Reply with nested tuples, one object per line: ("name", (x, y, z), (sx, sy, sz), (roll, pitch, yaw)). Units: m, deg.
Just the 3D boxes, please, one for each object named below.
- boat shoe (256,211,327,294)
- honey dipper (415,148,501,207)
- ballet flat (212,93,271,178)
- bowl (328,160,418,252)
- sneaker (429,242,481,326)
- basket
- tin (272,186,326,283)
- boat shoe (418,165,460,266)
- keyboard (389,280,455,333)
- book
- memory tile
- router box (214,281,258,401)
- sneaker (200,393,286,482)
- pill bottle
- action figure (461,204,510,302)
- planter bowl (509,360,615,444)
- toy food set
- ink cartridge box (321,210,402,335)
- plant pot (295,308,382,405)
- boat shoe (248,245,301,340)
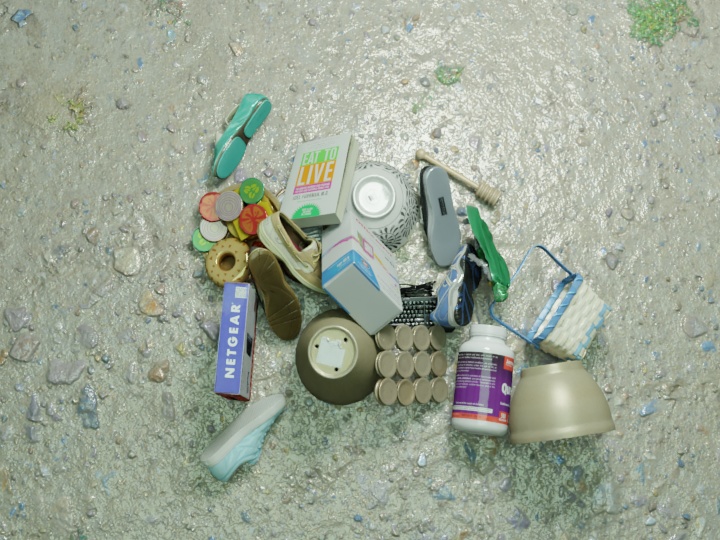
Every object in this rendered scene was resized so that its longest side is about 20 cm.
("boat shoe", (-0.109, -0.033, 1.668), (0.199, 0.066, 0.075), (40, 34, -20))
("honey dipper", (0.201, -0.198, 1.794), (0.198, 0.038, 0.038), (32, 79, 6))
("ballet flat", (-0.259, -0.281, 1.789), (0.069, 0.067, 0.202), (26, 78, 28))
("bowl", (0.026, -0.137, 1.747), (0.195, 0.094, 0.206), (0, 80, -2))
("sneaker", (0.187, 0.025, 1.713), (0.076, 0.076, 0.202), (51, 43, -30))
("basket", (0.370, 0.075, 1.692), (0.199, 0.139, 0.177), (40, 79, -2))
("tin", (-0.122, -0.075, 1.760), (0.109, 0.042, 0.205), (-13, 80, 0))
("boat shoe", (0.151, -0.111, 1.758), (0.072, 0.068, 0.204), (-18, 104, -17))
("keyboard", (0.094, 0.074, 1.736), (0.194, 0.040, 0.107), (-2, 80, -3))
("book", (-0.083, -0.175, 1.722), (0.131, 0.048, 0.204), (-6, 53, 23))
("memory tile", (0.099, 0.181, 1.663), (0.197, 0.017, 0.158), (6, 79, -44))
("router box", (-0.233, 0.139, 1.641), (0.048, 0.180, 0.205), (4, 79, 0))
("sneaker", (-0.213, 0.324, 1.672), (0.199, 0.074, 0.083), (-39, 112, -13))
("pill bottle", (0.239, 0.212, 1.676), (0.109, 0.113, 0.205), (8, 79, 0))
("action figure", (0.249, -0.021, 1.688), (0.054, 0.118, 0.203), (-33, 46, 22))
("planter bowl", (0.368, 0.244, 1.628), (0.195, 0.200, 0.138), (-7, 79, -3))
("toy food set", (-0.242, -0.080, 1.732), (0.197, 0.049, 0.201), (-28, 77, 8))
("ink cartridge box", (0.000, 0.000, 1.643), (0.084, 0.201, 0.144), (-37, 116, 17))
("plant pot", (-0.044, 0.159, 1.624), (0.182, 0.200, 0.193), (0, 83, 3))
("boat shoe", (-0.168, 0.040, 1.697), (0.072, 0.065, 0.204), (-20, 115, -8))
